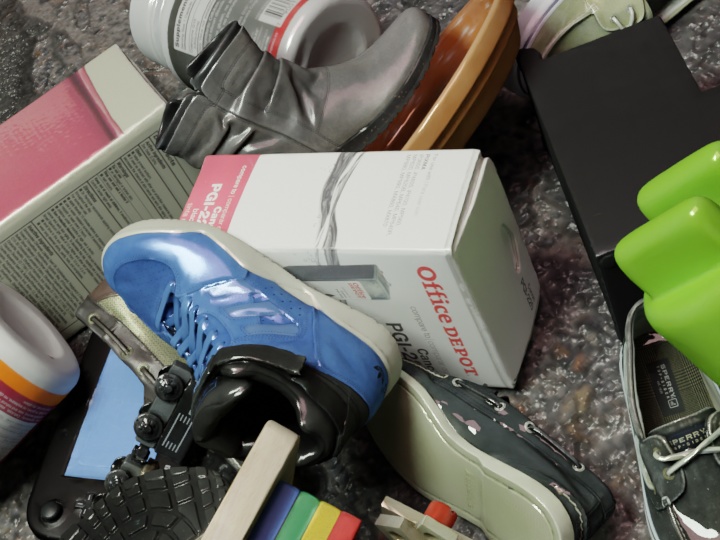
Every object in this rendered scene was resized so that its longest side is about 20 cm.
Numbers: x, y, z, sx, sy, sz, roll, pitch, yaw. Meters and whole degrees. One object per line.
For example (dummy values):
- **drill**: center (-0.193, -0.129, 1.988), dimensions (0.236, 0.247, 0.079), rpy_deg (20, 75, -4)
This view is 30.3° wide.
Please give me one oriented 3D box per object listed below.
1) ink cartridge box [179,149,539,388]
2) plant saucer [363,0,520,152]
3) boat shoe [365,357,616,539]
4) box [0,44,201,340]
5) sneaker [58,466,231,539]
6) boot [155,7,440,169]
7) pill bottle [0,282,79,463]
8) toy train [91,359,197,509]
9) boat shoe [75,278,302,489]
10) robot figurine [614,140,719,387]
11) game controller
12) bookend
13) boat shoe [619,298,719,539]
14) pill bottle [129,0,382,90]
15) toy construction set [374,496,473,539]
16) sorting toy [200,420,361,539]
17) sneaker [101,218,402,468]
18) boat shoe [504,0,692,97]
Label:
- **ink cartridge box**: center (0.000, 0.000, 0.856), dimensions (0.198, 0.146, 0.085), rpy_deg (-1, 52, 26)
- **plant saucer**: center (0.050, -0.109, 0.929), dimensions (0.201, 0.037, 0.200), rpy_deg (-54, 10, 14)
- **boat shoe**: center (0.073, 0.102, 0.799), dimensions (0.066, 0.075, 0.199), rpy_deg (-20, 31, -31)
- **box**: center (-0.218, -0.051, 1.013), dimensions (0.199, 0.128, 0.109), rpy_deg (-36, 47, -7)
- **sneaker**: center (-0.144, 0.196, 0.798), dimensions (0.199, 0.088, 0.076), rpy_deg (-34, 38, 6)
- **boot**: center (-0.044, -0.134, 0.937), dimensions (0.201, 0.131, 0.070), rpy_deg (-52, 17, -4)
- **pill bottle**: center (-0.299, 0.107, 0.922), dimensions (0.200, 0.109, 0.110), rpy_deg (-45, 47, 5)
- **toy train**: center (-0.145, 0.150, 0.832), dimensions (0.201, 0.046, 0.034), rpy_deg (-62, 7, 9)
- **boat shoe**: center (-0.114, 0.081, 0.878), dimensions (0.065, 0.073, 0.200), rpy_deg (-40, 68, 0)
- **robot figurine**: center (0.234, 0.021, 0.712), dimensions (0.116, 0.200, 0.176), rpy_deg (-37, 18, 51)
- **game controller**: center (-0.157, 0.100, 0.923), dimensions (0.103, 0.042, 0.201), rpy_deg (-2, 54, 24)
- **bookend**: center (0.224, -0.083, 0.854), dimensions (0.197, 0.092, 0.201), rpy_deg (-21, 46, 7)
- **boat shoe**: center (0.181, 0.102, 0.740), dimensions (0.072, 0.071, 0.201), rpy_deg (-22, 47, 7)
- **pill bottle**: center (-0.088, -0.187, 1.071), dimensions (0.199, 0.114, 0.114), rpy_deg (25, 67, 38)
- **toy construction set**: center (0.027, 0.227, 0.708), dimensions (0.130, 0.092, 0.201), rpy_deg (14, 72, 34)
- **sorting toy**: center (-0.068, 0.207, 0.706), dimensions (0.069, 0.199, 0.201), rpy_deg (26, 67, 6)
- **sneaker**: center (-0.084, 0.044, 0.774), dimensions (0.199, 0.077, 0.111), rpy_deg (27, 38, 11)
- **boat shoe**: center (0.186, -0.195, 0.976), dimensions (0.200, 0.072, 0.062), rpy_deg (-41, 45, -14)
